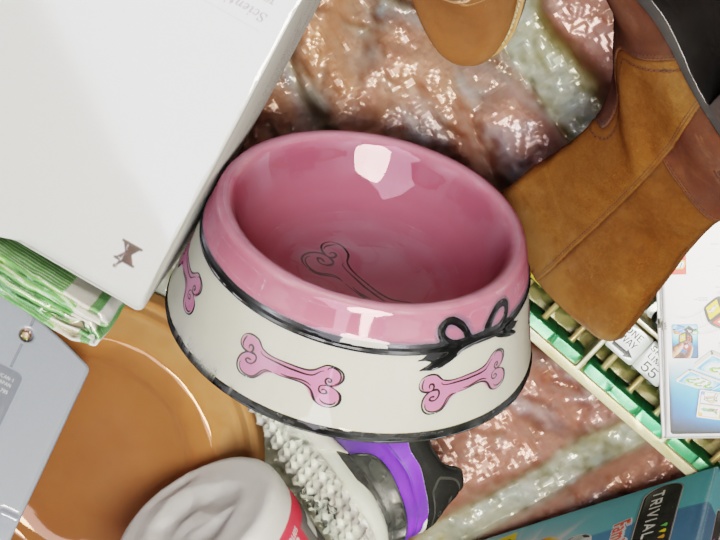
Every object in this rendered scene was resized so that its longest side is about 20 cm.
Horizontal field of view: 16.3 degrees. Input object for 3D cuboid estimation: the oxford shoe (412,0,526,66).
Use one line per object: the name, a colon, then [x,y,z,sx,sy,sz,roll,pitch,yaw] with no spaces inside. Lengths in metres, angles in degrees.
oxford shoe: [0.045,-0.163,1.300,0.071,0.072,0.200,11,149,14]

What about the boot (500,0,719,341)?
boot: [0.128,-0.085,1.319,0.188,0.068,0.200,47,137,4]

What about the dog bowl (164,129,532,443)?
dog bowl: [0.000,0.000,1.326,0.199,0.201,0.074,15,124,3]

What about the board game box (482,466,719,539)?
board game box: [0.105,0.188,1.383,0.199,0.151,0.047,-21,107,21]

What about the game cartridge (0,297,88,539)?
game cartridge: [-0.258,0.054,1.392,0.199,0.040,0.134,27,68,-7]

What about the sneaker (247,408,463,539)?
sneaker: [-0.009,0.061,1.425,0.099,0.070,0.201,-25,80,-23]

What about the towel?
towel: [-0.214,-0.030,1.379,0.199,0.153,0.023,29,105,-2]

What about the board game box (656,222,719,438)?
board game box: [0.260,0.025,1.359,0.198,0.035,0.127,-1,105,8]

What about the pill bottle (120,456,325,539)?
pill bottle: [-0.046,0.212,1.435,0.110,0.111,0.201,-25,119,14]

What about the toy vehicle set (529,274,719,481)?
toy vehicle set: [0.182,0.032,1.405,0.200,0.027,0.124,40,108,-5]

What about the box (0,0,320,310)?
box: [-0.147,-0.123,1.353,0.198,0.131,0.201,30,108,-2]

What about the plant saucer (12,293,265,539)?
plant saucer: [-0.156,0.106,1.472,0.198,0.037,0.202,2,106,7]
